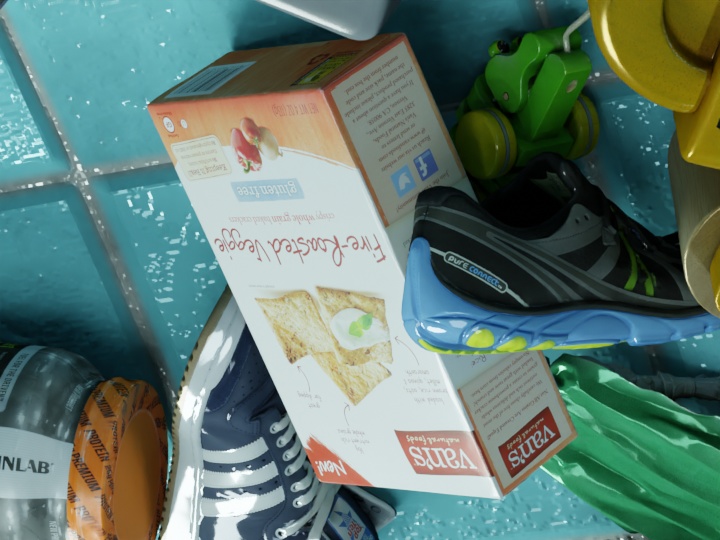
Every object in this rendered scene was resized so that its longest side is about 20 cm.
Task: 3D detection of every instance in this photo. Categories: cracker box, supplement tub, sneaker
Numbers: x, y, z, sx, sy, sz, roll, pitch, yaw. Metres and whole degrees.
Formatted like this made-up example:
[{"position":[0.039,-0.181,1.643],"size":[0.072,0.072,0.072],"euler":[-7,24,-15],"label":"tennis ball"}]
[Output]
[{"position":[0.000,0.000,1.242],"size":[0.134,0.058,0.201],"euler":[-1,119,53],"label":"cracker box"},{"position":[-0.202,0.094,1.382],"size":[0.199,0.123,0.123],"euler":[4,125,15],"label":"supplement tub"},{"position":[-0.034,0.092,1.359],"size":[0.108,0.070,0.201],"euler":[20,134,9],"label":"sneaker"},{"position":[0.099,-0.009,1.192],"size":[0.071,0.199,0.083],"euler":[-3,89,49],"label":"sneaker"}]

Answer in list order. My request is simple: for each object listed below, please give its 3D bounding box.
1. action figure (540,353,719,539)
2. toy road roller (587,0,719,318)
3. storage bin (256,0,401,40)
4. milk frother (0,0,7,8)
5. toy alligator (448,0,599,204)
[{"position":[0.143,0.085,1.309],"size":[0.199,0.055,0.118],"euler":[27,129,-7],"label":"action figure"},{"position":[0.146,-0.086,1.128],"size":[0.145,0.123,0.201],"euler":[13,125,-10],"label":"toy road roller"},{"position":[-0.037,-0.187,1.127],"size":[0.199,0.135,0.146],"euler":[21,128,1],"label":"storage bin"},{"position":[-0.272,-0.147,1.247],"size":[0.188,0.181,0.200],"euler":[45,168,-15],"label":"milk frother"},{"position":[0.068,-0.072,1.227],"size":[0.054,0.059,0.201],"euler":[48,136,34],"label":"toy alligator"}]
